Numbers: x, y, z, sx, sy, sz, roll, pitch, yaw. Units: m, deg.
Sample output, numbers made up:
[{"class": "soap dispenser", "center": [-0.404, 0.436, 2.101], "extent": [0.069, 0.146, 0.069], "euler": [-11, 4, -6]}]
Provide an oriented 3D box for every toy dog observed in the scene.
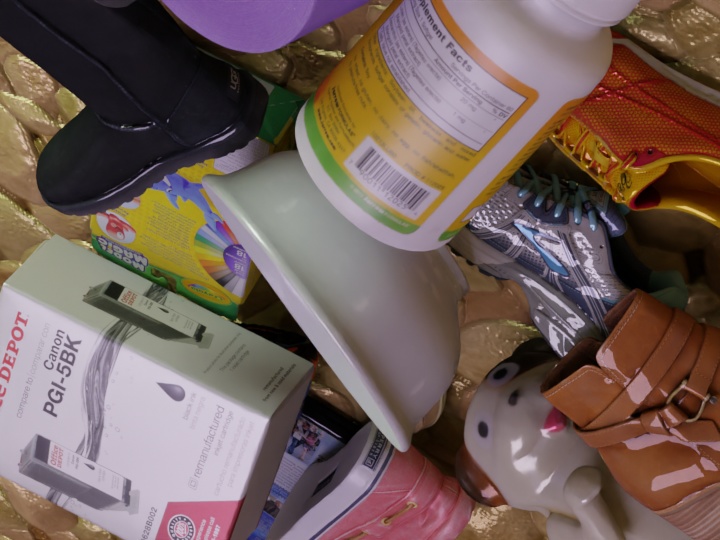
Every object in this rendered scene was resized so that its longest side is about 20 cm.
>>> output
[{"class": "toy dog", "center": [0.160, 0.120, 1.869], "extent": [0.199, 0.140, 0.194], "euler": [29, 180, 0]}]

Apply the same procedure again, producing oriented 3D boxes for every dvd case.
[{"class": "dvd case", "center": [-0.040, 0.154, 2.141], "extent": [0.142, 0.018, 0.200], "euler": [32, 147, -1]}]

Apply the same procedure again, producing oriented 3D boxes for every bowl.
[{"class": "bowl", "center": [0.000, 0.000, 1.754], "extent": [0.201, 0.090, 0.201], "euler": [52, 176, 5]}]

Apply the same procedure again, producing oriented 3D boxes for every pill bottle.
[{"class": "pill bottle", "center": [0.064, -0.113, 1.607], "extent": [0.111, 0.111, 0.200], "euler": [37, 122, -9]}]

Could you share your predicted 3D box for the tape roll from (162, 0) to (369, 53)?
[{"class": "tape roll", "center": [-0.064, -0.219, 1.584], "extent": [0.200, 0.066, 0.201], "euler": [34, 140, 34]}]

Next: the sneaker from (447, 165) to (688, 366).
[{"class": "sneaker", "center": [0.112, -0.030, 1.765], "extent": [0.200, 0.078, 0.086], "euler": [43, 121, -12]}]

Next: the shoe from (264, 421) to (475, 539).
[{"class": "shoe", "center": [0.005, 0.171, 2.047], "extent": [0.091, 0.072, 0.200], "euler": [31, 150, -9]}]

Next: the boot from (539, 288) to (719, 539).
[{"class": "boot", "center": [0.215, 0.056, 1.727], "extent": [0.155, 0.077, 0.200], "euler": [42, 117, -10]}]

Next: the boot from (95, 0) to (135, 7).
[{"class": "boot", "center": [-0.161, -0.239, 1.510], "extent": [0.065, 0.200, 0.165], "euler": [-19, 121, -6]}]

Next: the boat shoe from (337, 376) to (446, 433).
[{"class": "boat shoe", "center": [0.002, 0.042, 1.927], "extent": [0.073, 0.063, 0.201], "euler": [12, 141, 26]}]

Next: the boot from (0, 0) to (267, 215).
[{"class": "boot", "center": [-0.175, -0.120, 1.722], "extent": [0.164, 0.066, 0.200], "euler": [-24, 141, 28]}]

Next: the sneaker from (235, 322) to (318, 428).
[{"class": "sneaker", "center": [-0.125, 0.071, 2.029], "extent": [0.199, 0.075, 0.079], "euler": [14, 109, 25]}]

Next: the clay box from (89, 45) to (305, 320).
[{"class": "clay box", "center": [-0.106, -0.058, 1.899], "extent": [0.115, 0.048, 0.200], "euler": [27, 146, 8]}]

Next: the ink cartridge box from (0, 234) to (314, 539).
[{"class": "ink cartridge box", "center": [-0.150, 0.090, 1.966], "extent": [0.199, 0.083, 0.147], "euler": [26, 121, 9]}]

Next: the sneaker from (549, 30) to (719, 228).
[{"class": "sneaker", "center": [0.143, -0.079, 1.657], "extent": [0.199, 0.077, 0.073], "euler": [24, 146, 17]}]
